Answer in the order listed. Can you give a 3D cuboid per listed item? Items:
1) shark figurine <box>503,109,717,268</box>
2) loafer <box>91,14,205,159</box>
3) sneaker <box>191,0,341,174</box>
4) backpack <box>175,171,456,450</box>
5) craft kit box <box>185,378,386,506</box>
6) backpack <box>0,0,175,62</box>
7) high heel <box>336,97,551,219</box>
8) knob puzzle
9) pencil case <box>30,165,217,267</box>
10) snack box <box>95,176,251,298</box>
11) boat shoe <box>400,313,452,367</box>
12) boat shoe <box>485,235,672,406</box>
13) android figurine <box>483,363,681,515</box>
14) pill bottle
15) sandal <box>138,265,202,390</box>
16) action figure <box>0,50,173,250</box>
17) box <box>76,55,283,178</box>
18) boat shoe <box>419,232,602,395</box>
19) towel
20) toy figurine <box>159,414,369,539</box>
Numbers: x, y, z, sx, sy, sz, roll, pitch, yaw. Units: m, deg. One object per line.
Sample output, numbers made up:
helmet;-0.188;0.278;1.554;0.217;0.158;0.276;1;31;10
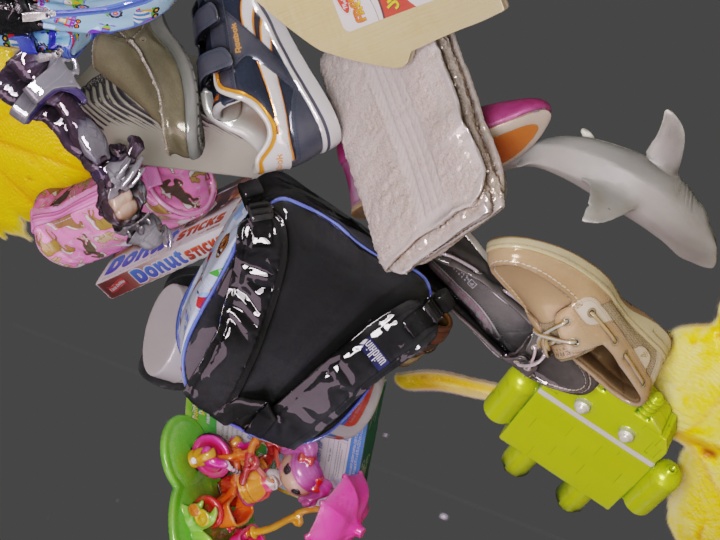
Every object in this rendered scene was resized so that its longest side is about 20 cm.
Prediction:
shark figurine;0.167;-0.061;1.344;0.212;0.090;0.129;15;136;19
loafer;-0.176;-0.160;1.404;0.076;0.069;0.201;87;161;-51
sneaker;-0.096;-0.168;1.365;0.201;0.079;0.078;59;163;8
backpack;-0.059;0.036;1.421;0.199;0.154;0.191;32;97;-14
craft kit box;-0.079;0.142;1.747;0.196;0.049;0.201;22;139;10
backpack;-0.209;-0.249;1.342;0.198;0.184;0.135;8;137;16
high heel;0.062;-0.117;1.382;0.067;0.097;0.199;14;150;-42
knob puzzle;-0.003;-0.244;1.286;0.218;0.030;0.222;12;117;24
pencil case;-0.220;-0.061;1.606;0.199;0.083;0.087;-20;118;45
snack box;-0.163;-0.030;1.605;0.199;0.072;0.024;-22;122;45
boat shoe;0.000;0.001;1.534;0.200;0.072;0.067;42;135;-19
boat shoe;0.173;0.041;1.414;0.199;0.065;0.071;34;156;-27
android figurine;0.201;0.144;1.562;0.181;0.041;0.200;34;142;0
pill bottle;-0.086;0.076;1.562;0.198;0.113;0.112;17;148;-27
sandal;-0.161;0.066;1.646;0.075;0.048;0.201;18;143;-7
action figure;-0.214;-0.096;1.431;0.201;0.069;0.130;54;160;-9
box;-0.145;-0.133;1.486;0.198;0.082;0.069;7;133;27
boat shoe;0.115;0.041;1.477;0.200;0.057;0.067;44;131;3
towel;0.035;-0.108;1.330;0.132;0.034;0.202;-37;64;42
toy figurine;-0.080;0.219;1.724;0.183;0.150;0.202;-16;96;27
